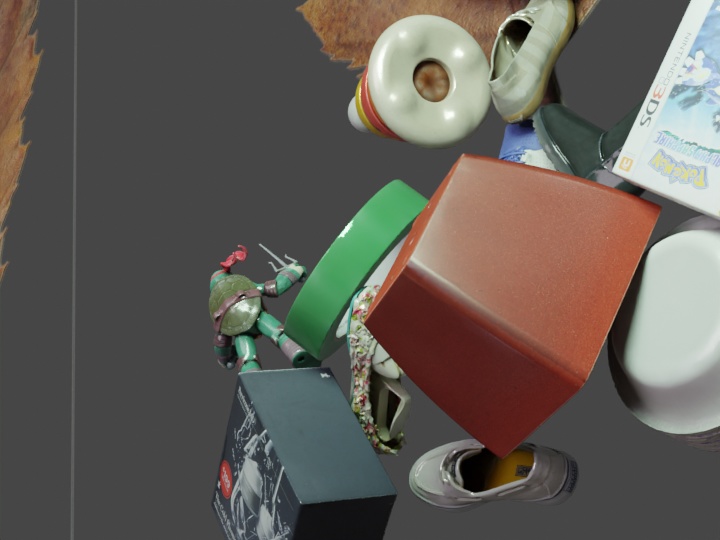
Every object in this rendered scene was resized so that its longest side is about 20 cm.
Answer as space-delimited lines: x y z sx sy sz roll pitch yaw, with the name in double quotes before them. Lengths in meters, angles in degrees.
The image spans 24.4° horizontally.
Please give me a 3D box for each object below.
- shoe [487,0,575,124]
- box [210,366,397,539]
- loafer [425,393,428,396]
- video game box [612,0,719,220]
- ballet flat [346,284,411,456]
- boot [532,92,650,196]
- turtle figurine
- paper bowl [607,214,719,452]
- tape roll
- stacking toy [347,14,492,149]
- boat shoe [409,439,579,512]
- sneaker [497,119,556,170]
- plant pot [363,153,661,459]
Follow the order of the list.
"shoe" 0.172 -0.234 1.710 0.070 0.053 0.200 -27 30 40
"box" -0.062 0.228 1.671 0.200 0.104 0.182 -122 38 -48
"loafer" 0.095 0.104 1.652 0.200 0.070 0.070 -122 29 -49
"video game box" 0.328 -0.127 1.376 0.200 0.047 0.182 28 98 42
"ballet flat" 0.026 0.104 1.673 0.064 0.076 0.200 28 135 33
"boot" 0.270 -0.155 1.581 0.200 0.066 0.165 -46 49 27
"turtle figurine" -0.126 0.058 1.908 0.150 0.101 0.200 -49 46 19
"paper bowl" 0.294 0.046 1.413 0.201 0.104 0.201 -26 53 40
"tape roll" 0.000 0.000 1.721 0.048 0.200 0.200 37 102 9
"stacking toy" 0.044 -0.190 1.849 0.200 0.146 0.146 -20 53 66
"boat shoe" 0.109 0.189 1.575 0.200 0.070 0.071 -5 67 48
"sneaker" 0.145 -0.068 1.641 0.081 0.115 0.199 -15 59 43
"plant pot" 0.120 0.014 1.474 0.200 0.176 0.200 -61 3 -30
